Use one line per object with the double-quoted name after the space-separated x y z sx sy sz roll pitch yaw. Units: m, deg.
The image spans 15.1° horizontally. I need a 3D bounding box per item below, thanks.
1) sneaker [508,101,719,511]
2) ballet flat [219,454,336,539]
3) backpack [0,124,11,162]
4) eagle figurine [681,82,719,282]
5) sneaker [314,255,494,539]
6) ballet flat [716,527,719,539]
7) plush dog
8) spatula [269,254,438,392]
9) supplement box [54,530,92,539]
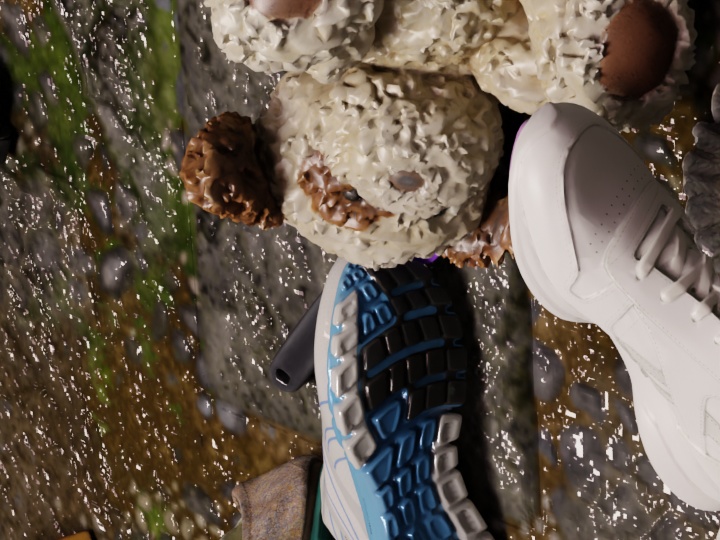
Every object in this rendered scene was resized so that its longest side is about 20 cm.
0.130 0.010 1.035 0.099 0.075 0.200 -6 131 44 "sneaker"
-0.045 0.168 1.257 0.067 0.200 0.068 -11 124 13 "ballet flat"
-0.308 -0.086 1.486 0.200 0.150 0.178 50 139 30 "backpack"
0.208 0.012 0.931 0.151 0.151 0.201 14 124 69 "eagle figurine"
0.005 0.081 1.240 0.086 0.075 0.201 17 122 54 "sneaker"
0.182 0.120 1.048 0.199 0.068 0.069 -26 77 35 "ballet flat"
0.015 -0.081 1.106 0.161 0.199 0.173 -109 33 -58 "plush dog"
0.000 0.000 1.249 0.056 0.021 0.200 41 139 7 "spatula"
-0.215 0.209 1.562 0.200 0.066 0.069 -26 82 51 "supplement box"
